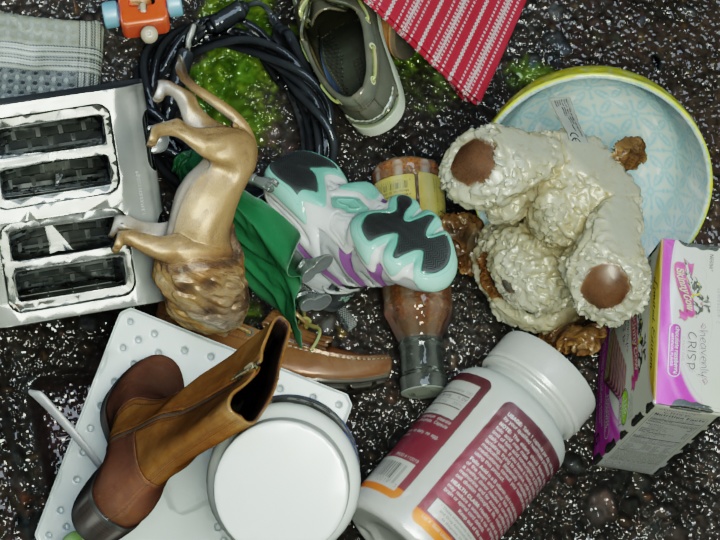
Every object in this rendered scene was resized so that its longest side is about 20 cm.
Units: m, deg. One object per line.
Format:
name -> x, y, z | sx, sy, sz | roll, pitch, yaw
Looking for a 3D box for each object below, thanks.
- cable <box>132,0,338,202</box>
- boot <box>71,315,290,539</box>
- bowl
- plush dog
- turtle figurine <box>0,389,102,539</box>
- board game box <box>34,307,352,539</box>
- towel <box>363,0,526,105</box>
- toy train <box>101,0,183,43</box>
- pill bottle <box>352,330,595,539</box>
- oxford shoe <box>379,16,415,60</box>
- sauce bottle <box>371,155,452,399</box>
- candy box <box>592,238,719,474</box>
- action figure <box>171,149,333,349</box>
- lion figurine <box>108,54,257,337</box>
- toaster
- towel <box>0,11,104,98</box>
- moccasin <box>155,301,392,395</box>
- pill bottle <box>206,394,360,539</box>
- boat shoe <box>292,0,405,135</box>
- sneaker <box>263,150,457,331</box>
cable -> -0.109, -0.131, 1.696 | 0.162, 0.051, 0.201 | -20, 75, -14
boot -> -0.124, 0.087, 1.438 | 0.068, 0.200, 0.189 | 41, 35, -10
bowl -> 0.196, -0.092, 1.682 | 0.198, 0.202, 0.108 | 16, 26, -2
plush dog -> 0.152, -0.025, 1.603 | 0.200, 0.172, 0.160 | 42, 43, 10
turtle figurine -> -0.183, 0.221, 1.480 | 0.192, 0.144, 0.202 | 10, 108, -3
board game box -> -0.132, 0.158, 1.571 | 0.198, 0.026, 0.202 | 21, 90, 0
towel -> 0.063, -0.258, 1.725 | 0.200, 0.022, 0.146 | 40, 64, -31
toy train -> -0.131, -0.261, 1.726 | 0.198, 0.056, 0.151 | -13, 60, -5
pill bottle -> 0.092, 0.152, 1.590 | 0.114, 0.114, 0.200 | 41, 71, 7
oxford shoe -> 0.029, -0.281, 1.770 | 0.071, 0.071, 0.202 | -3, 71, 23
sauce bottle -> 0.044, 0.006, 1.662 | 0.065, 0.066, 0.202 | 1, 71, -7
candy box -> 0.240, 0.073, 1.592 | 0.060, 0.200, 0.138 | 8, 69, -6
action figure -> -0.094, -0.041, 1.603 | 0.054, 0.119, 0.200 | -22, 48, -29
lion figurine -> -0.120, -0.053, 1.520 | 0.121, 0.072, 0.202 | 17, 100, -16
toaster -> -0.248, -0.056, 1.587 | 0.198, 0.119, 0.183 | -9, 96, -11
towel -> -0.324, -0.140, 1.678 | 0.198, 0.035, 0.194 | 7, 70, -5
moccasin -> -0.072, 0.060, 1.627 | 0.199, 0.074, 0.079 | 8, 78, 5
pill bottle -> -0.055, 0.152, 1.459 | 0.113, 0.200, 0.115 | 0, 90, -1
boat shoe -> -0.019, -0.210, 1.706 | 0.072, 0.060, 0.203 | -30, 59, 13
sneaker -> 0.000, 0.000, 1.621 | 0.077, 0.141, 0.199 | -27, 46, -33
